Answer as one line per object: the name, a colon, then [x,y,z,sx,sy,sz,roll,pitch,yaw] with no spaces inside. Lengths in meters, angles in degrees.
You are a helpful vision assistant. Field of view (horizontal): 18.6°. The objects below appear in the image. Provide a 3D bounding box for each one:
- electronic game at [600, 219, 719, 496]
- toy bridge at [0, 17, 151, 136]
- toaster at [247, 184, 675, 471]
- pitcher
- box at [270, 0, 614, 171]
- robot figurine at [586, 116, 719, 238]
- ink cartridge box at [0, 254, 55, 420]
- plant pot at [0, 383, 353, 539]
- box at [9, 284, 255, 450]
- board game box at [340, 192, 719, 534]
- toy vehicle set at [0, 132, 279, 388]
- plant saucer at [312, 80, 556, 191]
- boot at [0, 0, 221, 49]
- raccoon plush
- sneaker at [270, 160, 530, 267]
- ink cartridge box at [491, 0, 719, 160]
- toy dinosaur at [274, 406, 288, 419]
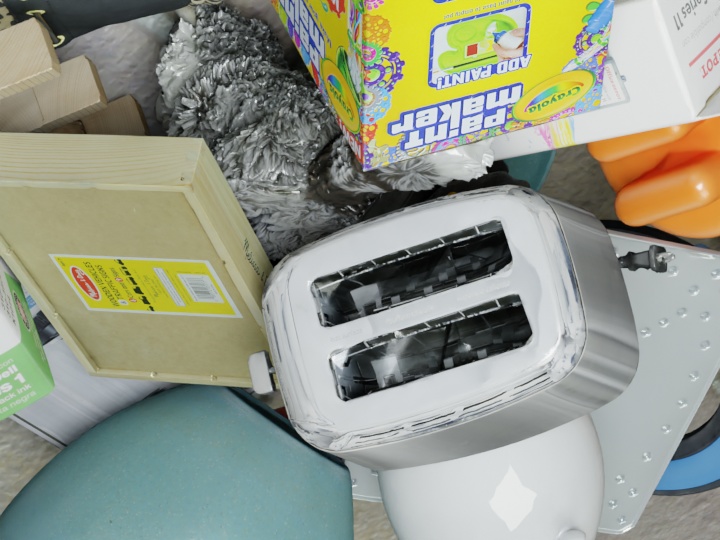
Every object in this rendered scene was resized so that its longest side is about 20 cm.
electronic game: [0.168,0.057,1.367,0.042,0.199,0.201,-50,164,-47]
toy bridge: [-0.156,-0.078,1.054,0.067,0.027,0.200,-21,171,5]
toaster: [0.048,0.026,1.049,0.199,0.115,0.129,-17,169,16]
pitcher: [0.092,0.144,1.184,0.121,0.171,0.201,-35,132,-22]
box: [0.022,-0.190,0.968,0.121,0.201,0.193,-16,139,-15]
robot figurine: [0.207,-0.093,1.231,0.200,0.144,0.117,-32,152,-46]
ink cartridge box: [-0.232,-0.030,1.036,0.084,0.147,0.200,-25,142,-1]
plant pot: [-0.080,0.139,1.204,0.135,0.200,0.200,-55,139,0]
box: [-0.151,0.035,1.227,0.116,0.060,0.200,-36,141,10]
board game box: [0.104,0.056,1.247,0.199,0.026,0.201,10,121,-23]
toy vehicle set: [-0.107,-0.001,1.076,0.123,0.027,0.200,3,151,17]
plant saucer: [0.016,-0.062,1.240,0.199,0.036,0.201,-17,141,-14]
boot: [-0.130,-0.172,0.996,0.153,0.074,0.204,-18,150,-12]
raccoon plush: [-0.020,-0.086,1.077,0.199,0.135,0.097,-6,153,20]
sneaker: [-0.002,-0.002,1.214,0.200,0.060,0.104,-46,139,4]
ink cartridge box: [0.126,-0.114,1.081,0.199,0.117,0.068,-9,111,35]
toy dinosaur: [0.048,0.038,1.323,0.105,0.199,0.183,26,84,-78]
